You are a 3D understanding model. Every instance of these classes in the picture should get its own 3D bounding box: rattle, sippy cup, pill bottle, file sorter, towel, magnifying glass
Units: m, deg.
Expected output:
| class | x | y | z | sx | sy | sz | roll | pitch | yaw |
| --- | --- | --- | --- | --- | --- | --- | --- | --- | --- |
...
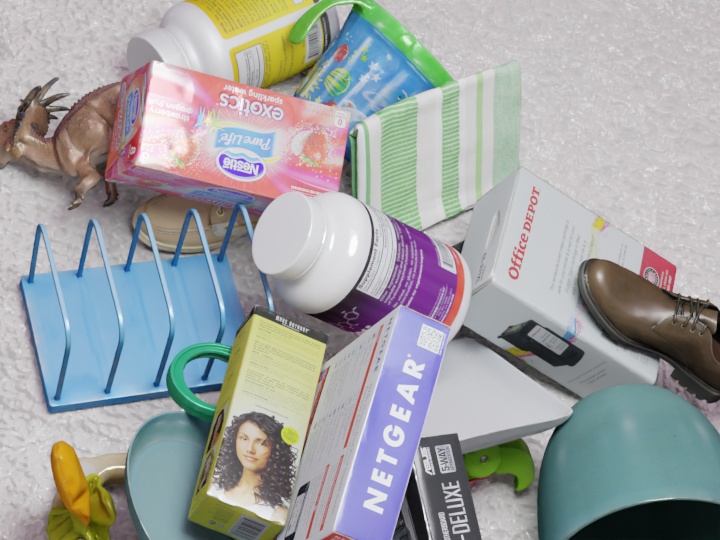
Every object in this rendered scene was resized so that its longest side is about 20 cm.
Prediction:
| class | x | y | z | sx | sy | sz | roll | pitch | yaw |
| --- | --- | --- | --- | --- | --- | --- | --- | --- | --- |
| rattle | -0.161 | 0.194 | 1.628 | 0.199 | 0.143 | 0.130 | 13 | 36 | 0 |
| sippy cup | 0.006 | -0.181 | 1.913 | 0.178 | 0.140 | 0.130 | 45 | 90 | 6 |
| pill bottle | 0.000 | 0.000 | 1.733 | 0.200 | 0.112 | 0.113 | 25 | 47 | -39 |
| file sorter | -0.190 | 0.027 | 1.734 | 0.199 | 0.123 | 0.139 | -7 | 60 | -21 |
| pill bottle | -0.129 | -0.229 | 1.926 | 0.200 | 0.113 | 0.113 | -27 | 68 | -29 |
| towel | 0.077 | -0.110 | 1.893 | 0.199 | 0.153 | 0.023 | -21 | 36 | -26 |
| magnifying glass | -0.076 | 0.098 | 1.699 | 0.199 | 0.022 | 0.080 | -1 | 48 | -26 |

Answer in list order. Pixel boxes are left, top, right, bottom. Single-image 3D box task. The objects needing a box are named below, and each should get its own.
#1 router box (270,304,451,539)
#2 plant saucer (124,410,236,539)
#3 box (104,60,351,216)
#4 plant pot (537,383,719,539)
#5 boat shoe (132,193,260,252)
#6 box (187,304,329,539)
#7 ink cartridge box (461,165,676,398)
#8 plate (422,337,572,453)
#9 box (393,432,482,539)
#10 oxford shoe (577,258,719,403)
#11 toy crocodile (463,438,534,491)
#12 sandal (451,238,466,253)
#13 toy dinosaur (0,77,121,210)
| class | x | y | z | sx | sy | sz | roll | pitch | yaw |
| --- | --- | --- | --- | --- | --- | --- | --- | --- | --- |
| router box | -0.008 | 0.149 | 1.556 | 0.049 | 0.179 | 0.201 | 24 | 64 | -14 |
| plant saucer | -0.124 | 0.209 | 1.610 | 0.200 | 0.027 | 0.201 | 35 | 32 | -26 |
| box | -0.122 | -0.114 | 1.763 | 0.199 | 0.095 | 0.103 | 14 | 80 | -23 |
| plant pot | 0.247 | 0.201 | 1.712 | 0.200 | 0.201 | 0.161 | 5 | 44 | -13 |
| boat shoe | -0.120 | -0.070 | 1.850 | 0.199 | 0.069 | 0.074 | -12 | 62 | -23 |
| box | -0.084 | 0.129 | 1.619 | 0.075 | 0.050 | 0.201 | 23 | 49 | -14 |
| ink cartridge box | 0.194 | 0.017 | 1.842 | 0.200 | 0.083 | 0.146 | 31 | 52 | -18 |
| plate | 0.061 | 0.124 | 1.746 | 0.199 | 0.032 | 0.200 | -11 | 22 | -23 |
| box | 0.038 | 0.237 | 1.598 | 0.050 | 0.200 | 0.158 | -5 | 73 | -25 |
| oxford shoe | 0.290 | 0.042 | 1.788 | 0.200 | 0.084 | 0.073 | 32 | 53 | -17 |
| toy crocodile | 0.063 | 0.174 | 1.754 | 0.199 | 0.062 | 0.068 | -4 | 20 | -17 |
| sandal | 0.115 | 0.000 | 1.894 | 0.075 | 0.048 | 0.200 | 40 | 42 | 7 |
| toy dinosaur | -0.252 | -0.137 | 1.823 | 0.199 | 0.086 | 0.136 | -29 | 84 | -12 |
